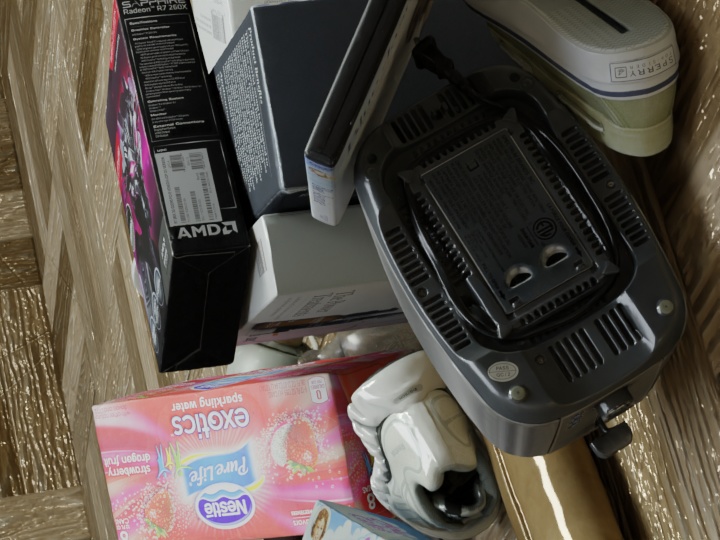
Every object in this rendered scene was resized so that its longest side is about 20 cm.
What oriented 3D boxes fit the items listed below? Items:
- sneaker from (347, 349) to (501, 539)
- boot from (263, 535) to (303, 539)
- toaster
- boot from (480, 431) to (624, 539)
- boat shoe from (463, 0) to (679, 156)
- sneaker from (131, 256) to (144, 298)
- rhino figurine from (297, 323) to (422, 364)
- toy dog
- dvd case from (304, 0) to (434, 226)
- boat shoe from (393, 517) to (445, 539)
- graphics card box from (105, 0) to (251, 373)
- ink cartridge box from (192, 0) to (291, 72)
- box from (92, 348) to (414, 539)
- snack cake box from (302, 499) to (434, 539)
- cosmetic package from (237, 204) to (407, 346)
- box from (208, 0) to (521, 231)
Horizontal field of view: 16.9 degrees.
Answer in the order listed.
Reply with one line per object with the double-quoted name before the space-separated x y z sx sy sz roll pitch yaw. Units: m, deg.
"sneaker" 0.049 0.123 1.410 0.081 0.075 0.200 54 177 28
"boot" -0.011 0.236 1.657 0.200 0.072 0.167 58 -169 -45
"toaster" 0.070 -0.004 1.159 0.200 0.114 0.129 57 173 18
"boot" 0.097 0.075 1.284 0.175 0.066 0.200 80 174 -54
"boat shoe" 0.093 -0.116 1.172 0.200 0.072 0.062 -123 23 -58
"sneaker" -0.073 -0.045 1.656 0.074 0.200 0.082 56 173 -12
"rhino figurine" 0.007 0.050 1.595 0.087 0.060 0.200 -36 53 24
"toy dog" -0.031 0.082 1.701 0.200 0.096 0.132 -20 -53 -61
"dvd case" 0.009 -0.101 1.163 0.200 0.018 0.143 89 -156 -83
"boat shoe" 0.032 0.195 1.590 0.200 0.067 0.074 -118 24 -54
"graphics card box" -0.111 -0.055 1.443 0.126 0.051 0.200 104 155 -54
"ink cartridge box" -0.066 -0.146 1.759 0.145 0.083 0.200 -141 45 -71
"box" -0.061 0.116 1.543 0.200 0.095 0.103 -9 93 36
"snack cake box" 0.015 0.205 1.348 0.200 0.067 0.115 14 87 70
"cosmetic package" 0.000 0.000 1.439 0.200 0.151 0.052 140 120 -74
"box" -0.002 -0.085 1.403 0.200 0.148 0.107 144 117 -74
